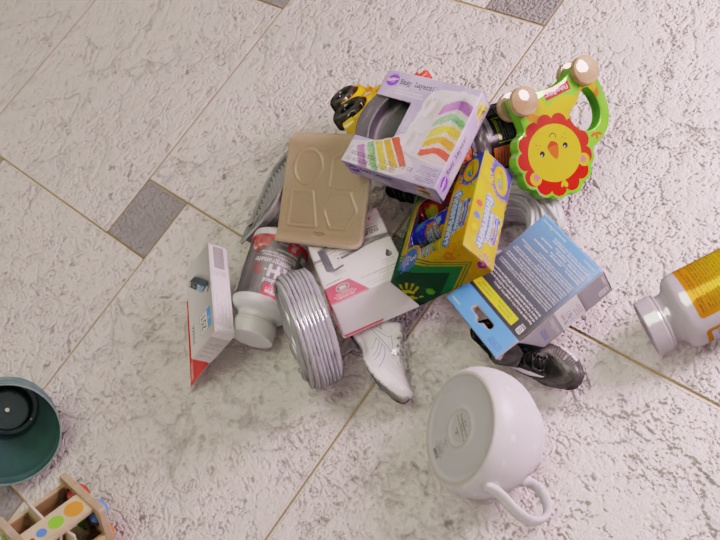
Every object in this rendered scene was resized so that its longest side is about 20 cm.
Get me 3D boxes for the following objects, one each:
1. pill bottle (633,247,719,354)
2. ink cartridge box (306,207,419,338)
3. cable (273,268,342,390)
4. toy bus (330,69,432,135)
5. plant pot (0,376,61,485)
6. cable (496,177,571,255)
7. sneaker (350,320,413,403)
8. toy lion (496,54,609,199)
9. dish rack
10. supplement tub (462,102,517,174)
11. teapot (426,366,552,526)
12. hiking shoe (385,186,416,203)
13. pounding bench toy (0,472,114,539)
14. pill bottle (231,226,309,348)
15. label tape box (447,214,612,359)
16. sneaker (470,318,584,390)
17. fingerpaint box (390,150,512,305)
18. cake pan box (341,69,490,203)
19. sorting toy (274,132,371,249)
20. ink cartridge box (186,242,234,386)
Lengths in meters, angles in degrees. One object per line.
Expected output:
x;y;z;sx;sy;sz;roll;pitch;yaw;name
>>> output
0.497;0.038;1.300;0.198;0.111;0.112;-28;52;10;pill bottle
0.000;0.000;1.566;0.144;0.085;0.201;-23;38;-1;ink cartridge box
-0.084;0.098;1.504;0.068;0.203;0.200;-18;21;-9;cable
0.054;-0.301;1.685;0.191;0.136;0.201;-37;27;12;toy bus
-0.674;0.286;1.743;0.200;0.201;0.134;-44;24;-3;plant pot
0.244;-0.062;1.523;0.198;0.069;0.202;-23;53;14;cable
0.042;0.131;1.515;0.086;0.075;0.201;-31;53;2;sneaker
0.320;-0.220;1.474;0.198;0.194;0.069;-28;8;-16;toy lion
-0.155;-0.147;1.749;0.171;0.043;0.202;-40;27;53;dish rack
0.239;-0.222;1.544;0.197;0.123;0.123;-17;51;-15;supplement tub
0.199;0.243;1.323;0.197;0.144;0.203;3;78;61;teapot
0.099;-0.144;1.655;0.100;0.076;0.202;-30;43;20;hiking shoe
-0.503;0.479;1.572;0.123;0.202;0.155;26;44;34;pounding bench toy
-0.169;0.033;1.658;0.109;0.111;0.202;2;63;29;pill bottle
0.252;0.034;1.376;0.199;0.063;0.145;-40;50;4;label tape box
0.243;0.127;1.388;0.199;0.090;0.067;31;108;40;sneaker
0.144;-0.067;1.446;0.166;0.073;0.202;-28;34;45;fingerpaint box
0.087;-0.223;1.486;0.198;0.052;0.186;22;76;33;cake pan box
-0.058;-0.141;1.599;0.183;0.036;0.203;7;85;32;sorting toy
-0.295;0.082;1.679;0.176;0.044;0.202;-47;40;36;ink cartridge box
